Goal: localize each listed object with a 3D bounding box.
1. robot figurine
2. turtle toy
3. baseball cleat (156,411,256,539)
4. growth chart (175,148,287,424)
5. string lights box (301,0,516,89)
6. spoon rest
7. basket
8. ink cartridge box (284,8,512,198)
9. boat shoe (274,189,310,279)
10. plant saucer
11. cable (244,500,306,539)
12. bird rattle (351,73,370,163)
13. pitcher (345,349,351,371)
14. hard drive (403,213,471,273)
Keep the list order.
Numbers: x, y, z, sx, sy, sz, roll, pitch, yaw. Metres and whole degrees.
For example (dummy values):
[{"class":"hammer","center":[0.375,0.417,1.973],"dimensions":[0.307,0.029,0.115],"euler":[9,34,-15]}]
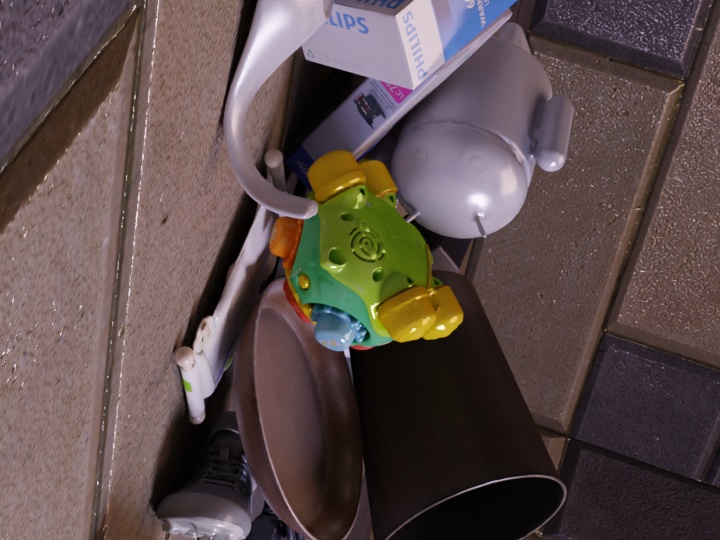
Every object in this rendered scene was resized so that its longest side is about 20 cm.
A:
[{"class":"robot figurine","center":[0.090,-0.109,1.387],"dimensions":[0.113,0.168,0.201],"euler":[58,40,-44]},{"class":"turtle toy","center":[0.000,0.000,1.266],"dimensions":[0.101,0.147,0.200],"euler":[-30,169,14]},{"class":"baseball cleat","center":[-0.108,0.154,1.272],"dimensions":[0.200,0.069,0.107],"euler":[123,-20,-79]},{"class":"growth chart","center":[-0.087,0.013,1.234],"dimensions":[0.145,0.018,0.201],"euler":[96,13,-60]},{"class":"string lights box","center":[0.055,-0.208,1.146],"dimensions":[0.200,0.102,0.059],"euler":[-42,134,-28]},{"class":"spoon rest","center":[-0.050,-0.135,1.058],"dimensions":[0.099,0.060,0.202],"euler":[-34,128,-81]},{"class":"basket","center":[0.063,0.113,1.367],"dimensions":[0.180,0.135,0.202],"euler":[-43,-129,42]},{"class":"ink cartridge box","center":[0.018,-0.128,1.294],"dimensions":[0.200,0.042,0.119],"euler":[-44,179,44]},{"class":"boat shoe","center":[-0.034,0.015,1.432],"dimensions":[0.070,0.071,0.203],"euler":[-50,157,-72]},{"class":"plant saucer","center":[-0.048,0.105,1.269],"dimensions":[0.200,0.032,0.202],"euler":[-11,90,-71]},{"class":"cable","center":[-0.052,0.185,1.404],"dimensions":[0.163,0.050,0.202],"euler":[-36,136,-75]},{"class":"bird rattle","center":[0.043,-0.171,1.500],"dimensions":[0.163,0.112,0.202],"euler":[25,80,-65]},{"class":"pitcher","center":[-0.014,0.130,1.786],"dimensions":[0.172,0.121,0.200],"euler":[-53,168,17]},{"class":"hard drive","center":[0.021,0.005,1.531],"dimensions":[0.199,0.042,0.135],"euler":[-32,-162,32]}]
